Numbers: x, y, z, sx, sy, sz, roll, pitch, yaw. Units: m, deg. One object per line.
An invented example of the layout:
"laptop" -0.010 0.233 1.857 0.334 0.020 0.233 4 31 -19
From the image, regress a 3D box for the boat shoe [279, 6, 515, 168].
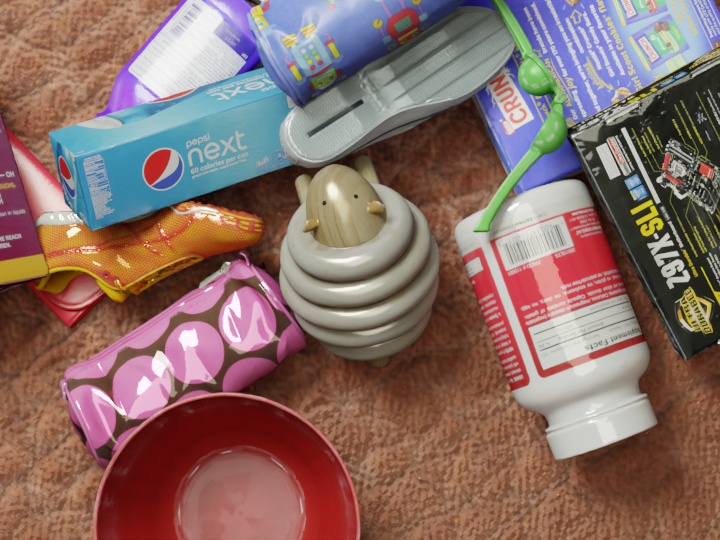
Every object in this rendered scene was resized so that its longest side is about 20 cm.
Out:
"boat shoe" 0.023 -0.143 1.184 0.200 0.067 0.074 -26 91 -9

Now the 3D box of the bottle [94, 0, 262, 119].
"bottle" -0.157 -0.142 1.252 0.083 0.065 0.200 40 88 2

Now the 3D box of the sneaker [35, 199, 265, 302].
"sneaker" -0.166 -0.014 1.217 0.200 0.073 0.077 -7 81 21

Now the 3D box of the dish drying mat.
"dish drying mat" -0.281 -0.050 1.273 0.077 0.018 0.200 -43 84 -3

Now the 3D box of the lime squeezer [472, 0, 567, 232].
"lime squeezer" 0.120 -0.128 1.157 0.070 0.038 0.201 -2 85 15

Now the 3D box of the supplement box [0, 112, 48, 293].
"supplement box" -0.348 -0.067 1.207 0.131 0.103 0.200 -18 88 35

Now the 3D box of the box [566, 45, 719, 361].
"box" 0.271 -0.056 1.175 0.159 0.049 0.200 -29 99 5

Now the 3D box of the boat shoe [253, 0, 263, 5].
"boat shoe" -0.056 -0.230 1.255 0.200 0.072 0.060 38 90 12

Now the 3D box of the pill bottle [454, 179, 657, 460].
"pill bottle" 0.157 0.040 1.195 0.112 0.112 0.200 -20 84 1

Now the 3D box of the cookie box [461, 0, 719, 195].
"cookie box" 0.184 -0.174 1.233 0.200 0.075 0.171 -23 84 1

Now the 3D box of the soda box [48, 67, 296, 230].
"soda box" -0.134 -0.099 1.194 0.200 0.068 0.064 -19 119 -22

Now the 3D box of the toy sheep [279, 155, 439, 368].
"toy sheep" 0.000 0.000 1.186 0.138 0.200 0.138 -11 44 10

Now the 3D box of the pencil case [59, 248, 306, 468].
"pencil case" -0.145 0.070 1.221 0.200 0.091 0.094 -34 111 -1

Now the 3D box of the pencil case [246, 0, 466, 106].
"pencil case" 0.011 -0.205 1.124 0.200 0.078 0.087 -33 63 0

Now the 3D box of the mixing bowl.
"mixing bowl" -0.098 0.192 1.192 0.200 0.108 0.201 0 88 2
